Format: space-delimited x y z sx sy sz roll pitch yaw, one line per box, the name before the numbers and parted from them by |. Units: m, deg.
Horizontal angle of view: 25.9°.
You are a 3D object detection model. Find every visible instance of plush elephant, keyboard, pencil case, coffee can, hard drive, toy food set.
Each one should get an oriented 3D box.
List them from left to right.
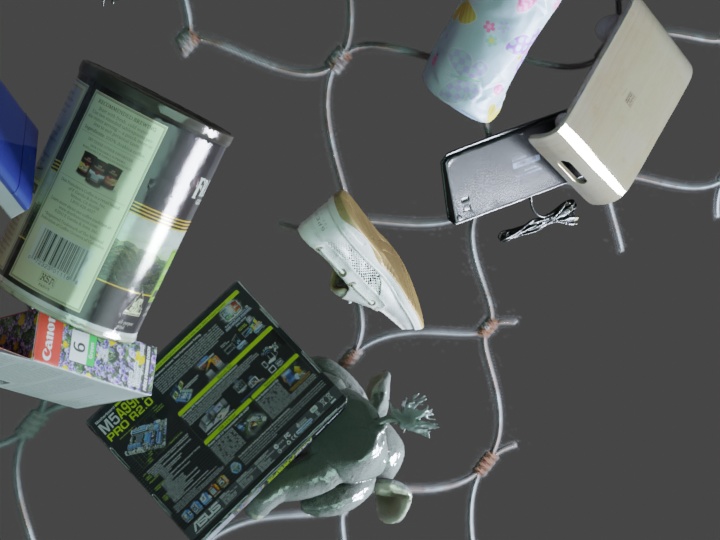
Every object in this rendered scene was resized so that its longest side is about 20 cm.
hard drive | -0.329 -0.154 1.268 0.025 0.133 0.201 -26 124 10
coffee can | -0.218 -0.060 1.361 0.145 0.146 0.202 24 95 -35
plush elephant | -0.016 0.178 1.586 0.197 0.167 0.155 -6 156 4
pencil case | 0.140 -0.243 1.521 0.090 0.083 0.201 23 111 -17
keyboard | 0.176 -0.093 1.668 0.198 0.021 0.129 -20 111 -23
toy food set | 0.263 -0.186 1.660 0.143 0.060 0.201 38 79 -44

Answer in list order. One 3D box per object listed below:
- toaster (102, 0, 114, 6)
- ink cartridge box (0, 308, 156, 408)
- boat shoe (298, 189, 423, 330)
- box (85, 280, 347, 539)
toaster | -0.270 -0.304 1.260 0.128 0.114 0.203 -15 117 -22
ink cartridge box | -0.287 0.071 1.369 0.199 0.108 0.051 24 63 -43
boat shoe | 0.000 0.000 1.572 0.069 0.071 0.200 -28 132 11
box | -0.134 0.136 1.490 0.200 0.044 0.160 -44 81 -11
